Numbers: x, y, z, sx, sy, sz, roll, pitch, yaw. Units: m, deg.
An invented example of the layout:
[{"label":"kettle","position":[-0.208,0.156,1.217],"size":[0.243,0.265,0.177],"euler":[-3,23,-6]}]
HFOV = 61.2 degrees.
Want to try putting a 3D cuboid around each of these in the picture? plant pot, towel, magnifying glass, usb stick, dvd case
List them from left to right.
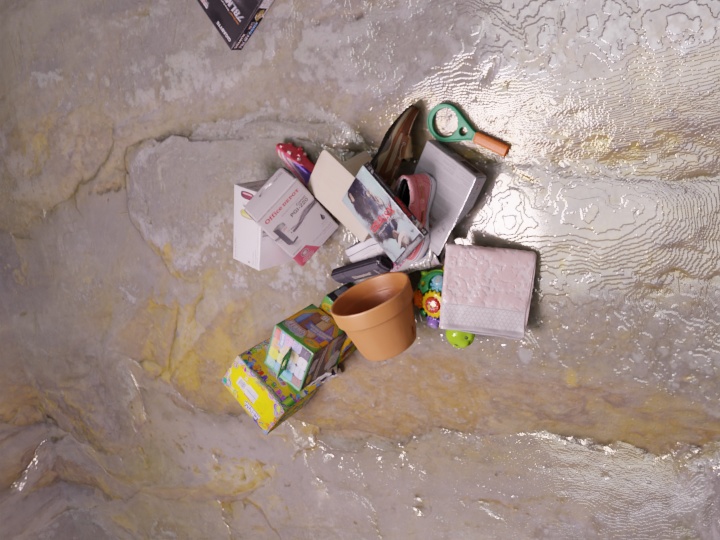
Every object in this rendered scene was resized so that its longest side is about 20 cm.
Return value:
[{"label":"usb stick","position":[0.000,0.000,1.509],"size":[0.055,0.033,0.198],"euler":[34,150,-29]},{"label":"plant pot","position":[0.045,0.114,1.414],"size":[0.197,0.200,0.142],"euler":[-12,110,35]},{"label":"dvd case","position":[0.049,-0.120,1.329],"size":[0.201,0.022,0.146],"euler":[49,148,5]},{"label":"magnifying glass","position":[0.233,-0.300,1.327],"size":[0.198,0.022,0.081],"euler":[32,120,23]},{"label":"towel","position":[0.276,0.045,1.334],"size":[0.195,0.032,0.196],"euler":[6,93,7]}]

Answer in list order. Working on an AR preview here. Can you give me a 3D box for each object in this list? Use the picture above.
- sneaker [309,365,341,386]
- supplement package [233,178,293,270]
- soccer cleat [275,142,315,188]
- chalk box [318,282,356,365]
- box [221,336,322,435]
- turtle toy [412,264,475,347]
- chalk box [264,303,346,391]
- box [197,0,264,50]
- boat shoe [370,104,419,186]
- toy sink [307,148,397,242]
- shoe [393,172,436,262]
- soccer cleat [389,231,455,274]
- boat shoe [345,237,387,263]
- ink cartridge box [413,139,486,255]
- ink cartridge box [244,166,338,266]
[{"label":"sneaker","position":[-0.122,0.231,1.629],"size":[0.079,0.199,0.131],"euler":[-32,75,16]},{"label":"supplement package","position":[-0.241,-0.126,1.597],"size":[0.110,0.154,0.204],"euler":[21,116,36]},{"label":"soccer cleat","position":[-0.147,-0.256,1.562],"size":[0.198,0.066,0.077],"euler":[35,125,16]},{"label":"chalk box","position":[-0.039,0.124,1.570],"size":[0.124,0.124,0.201],"euler":[43,124,14]},{"label":"box","position":[-0.246,0.314,1.722],"size":[0.200,0.192,0.123],"euler":[46,123,13]},{"label":"turtle toy","position":[0.200,0.086,1.416],"size":[0.146,0.101,0.201],"euler":[-42,81,35]},{"label":"chalk box","position":[-0.144,0.191,1.462],"size":[0.123,0.199,0.126],"euler":[33,120,20]},{"label":"box","position":[-0.321,-0.708,1.545],"size":[0.198,0.049,0.202],"euler":[-39,82,34]},{"label":"boat shoe","position":[0.081,-0.272,1.373],"size":[0.073,0.076,0.203],"euler":[30,88,-12]},{"label":"toy sink","position":[-0.009,-0.195,1.449],"size":[0.200,0.112,0.131],"euler":[43,134,11]},{"label":"shoe","position":[0.107,-0.114,1.347],"size":[0.071,0.090,0.205],"euler":[25,114,41]},{"label":"soccer cleat","position":[0.143,-0.031,1.428],"size":[0.200,0.069,0.087],"euler":[-47,58,32]},{"label":"boat shoe","position":[0.048,-0.057,1.497],"size":[0.198,0.073,0.066],"euler":[-20,101,47]},{"label":"ink cartridge box","position":[0.176,-0.165,1.366],"size":[0.163,0.056,0.203],"euler":[45,130,33]},{"label":"ink cartridge box","position":[-0.167,-0.130,1.498],"size":[0.146,0.200,0.085],"euler":[-47,43,-3]}]
